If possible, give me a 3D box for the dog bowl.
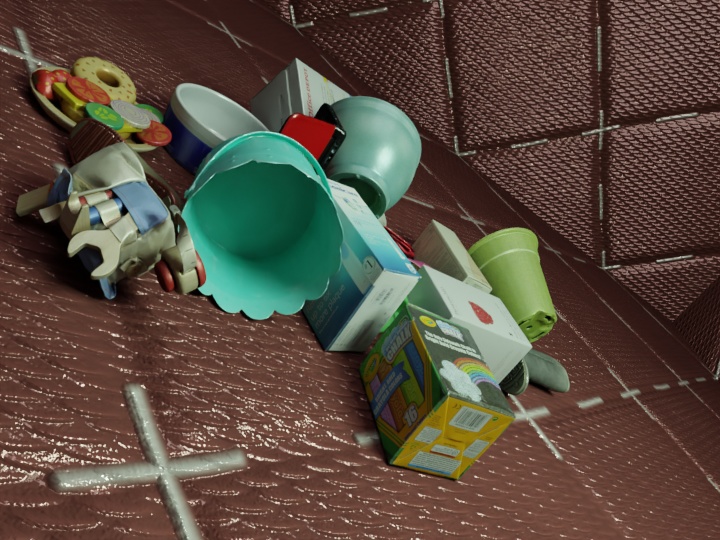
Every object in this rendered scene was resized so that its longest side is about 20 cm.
[{"bbox_3d":[-0.240,-0.225,0.968,0.197,0.079,0.202,32,24,-16],"label":"dog bowl"}]

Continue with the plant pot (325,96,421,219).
[{"bbox_3d":[0.001,-0.170,0.972,0.197,0.199,0.137,29,52,-20],"label":"plant pot"}]

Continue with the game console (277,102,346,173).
[{"bbox_3d":[-0.123,-0.169,0.882,0.116,0.202,0.174,23,27,-32],"label":"game console"}]

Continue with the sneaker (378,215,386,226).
[{"bbox_3d":[-0.029,-0.094,1.072,0.195,0.076,0.094,13,40,-32],"label":"sneaker"}]

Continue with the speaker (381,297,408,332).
[{"bbox_3d":[0.000,0.000,0.910,0.087,0.089,0.202,13,33,-44],"label":"speaker"}]

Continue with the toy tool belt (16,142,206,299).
[{"bbox_3d":[-0.257,-0.031,0.573,0.121,0.127,0.200,-28,60,-31],"label":"toy tool belt"}]

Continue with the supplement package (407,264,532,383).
[{"bbox_3d":[0.157,0.100,0.915,0.196,0.121,0.123,21,29,-35],"label":"supplement package"}]

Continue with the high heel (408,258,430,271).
[{"bbox_3d":[0.068,-0.001,1.024,0.198,0.068,0.096,37,13,9],"label":"high heel"}]

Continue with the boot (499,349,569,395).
[{"bbox_3d":[0.328,0.197,1.083,0.198,0.073,0.184,35,24,-27],"label":"boot"}]

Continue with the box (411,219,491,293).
[{"bbox_3d":[0.184,-0.004,1.185,0.076,0.096,0.203,23,29,-32],"label":"box"}]

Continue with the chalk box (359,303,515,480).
[{"bbox_3d":[0.085,0.139,0.735,0.122,0.125,0.202,23,26,-29],"label":"chalk box"}]

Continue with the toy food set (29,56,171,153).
[{"bbox_3d":[-0.377,-0.243,0.832,0.197,0.049,0.200,41,22,3],"label":"toy food set"}]

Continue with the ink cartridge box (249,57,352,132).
[{"bbox_3d":[-0.098,-0.279,1.121,0.197,0.144,0.151,19,53,-47],"label":"ink cartridge box"}]

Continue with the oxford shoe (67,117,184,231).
[{"bbox_3d":[-0.296,-0.114,0.722,0.200,0.071,0.075,45,-1,14],"label":"oxford shoe"}]

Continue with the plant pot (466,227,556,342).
[{"bbox_3d":[0.329,0.049,1.222,0.196,0.200,0.194,18,41,-38],"label":"plant pot"}]

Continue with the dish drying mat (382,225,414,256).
[{"bbox_3d":[0.077,-0.056,1.134,0.076,0.018,0.200,38,4,7],"label":"dish drying mat"}]

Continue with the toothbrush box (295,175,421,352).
[{"bbox_3d":[-0.028,-0.010,0.805,0.084,0.148,0.202,12,35,-46],"label":"toothbrush box"}]

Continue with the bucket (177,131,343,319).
[{"bbox_3d":[-0.123,-0.063,0.702,0.203,0.210,0.136,25,21,-28],"label":"bucket"}]
